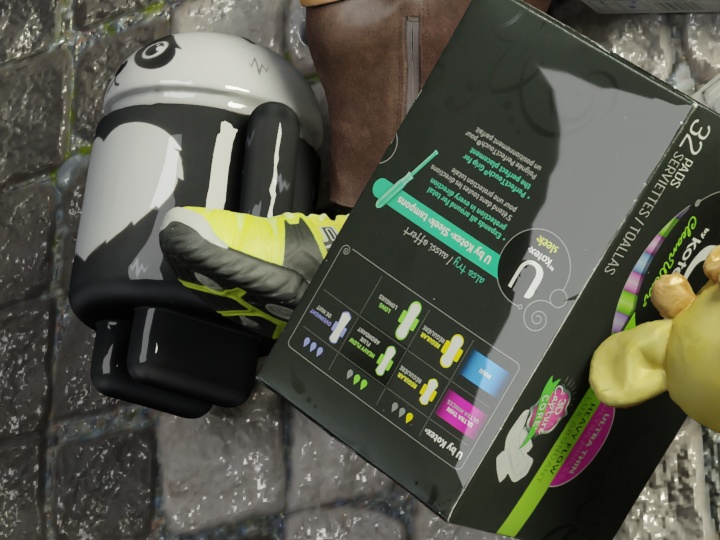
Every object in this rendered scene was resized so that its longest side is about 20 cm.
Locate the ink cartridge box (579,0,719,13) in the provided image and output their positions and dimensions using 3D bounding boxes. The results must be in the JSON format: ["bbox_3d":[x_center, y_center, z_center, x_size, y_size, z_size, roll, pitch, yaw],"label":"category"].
[{"bbox_3d":[0.196,-0.176,1.221,0.200,0.044,0.094,5,76,39],"label":"ink cartridge box"}]

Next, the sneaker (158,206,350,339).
[{"bbox_3d":[0.000,0.000,1.229,0.075,0.200,0.077,135,151,-72],"label":"sneaker"}]

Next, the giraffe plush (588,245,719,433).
[{"bbox_3d":[0.180,0.067,1.007,0.172,0.200,0.162,-28,68,-18],"label":"giraffe plush"}]

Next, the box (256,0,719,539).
[{"bbox_3d":[0.080,0.004,1.095,0.124,0.148,0.200,34,98,33],"label":"box"}]

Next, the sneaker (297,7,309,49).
[{"bbox_3d":[0.022,-0.206,1.349,0.115,0.075,0.200,-1,74,35],"label":"sneaker"}]

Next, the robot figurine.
[{"bbox_3d":[-0.088,-0.028,1.326,0.150,0.125,0.200,2,72,20],"label":"robot figurine"}]

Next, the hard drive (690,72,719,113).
[{"bbox_3d":[0.235,-0.063,1.114,0.200,0.038,0.140,-40,62,29],"label":"hard drive"}]

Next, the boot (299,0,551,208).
[{"bbox_3d":[0.068,-0.113,1.247,0.200,0.072,0.167,-1,104,21],"label":"boot"}]
